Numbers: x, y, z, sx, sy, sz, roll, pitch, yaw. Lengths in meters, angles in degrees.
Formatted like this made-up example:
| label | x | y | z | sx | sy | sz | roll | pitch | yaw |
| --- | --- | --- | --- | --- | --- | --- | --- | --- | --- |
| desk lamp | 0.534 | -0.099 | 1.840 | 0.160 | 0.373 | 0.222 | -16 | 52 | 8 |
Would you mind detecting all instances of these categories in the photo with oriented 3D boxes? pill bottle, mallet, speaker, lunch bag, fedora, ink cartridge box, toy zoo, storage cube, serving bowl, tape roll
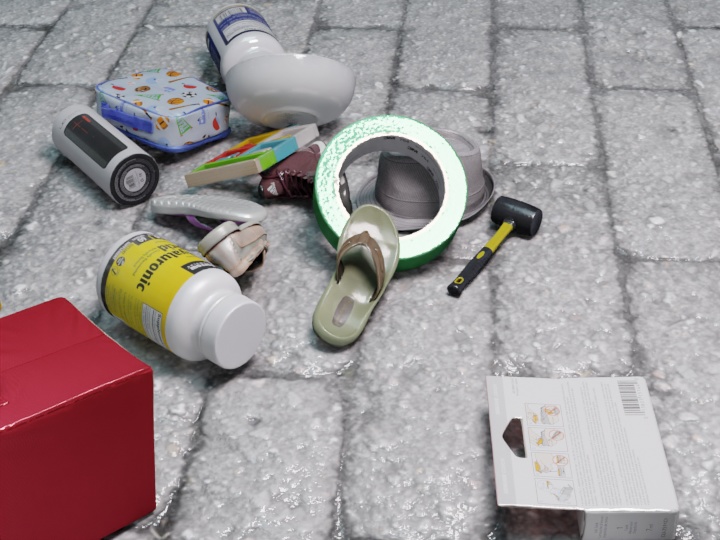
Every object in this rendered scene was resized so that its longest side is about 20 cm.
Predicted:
| label | x | y | z | sx | sy | sz | roll | pitch | yaw |
| --- | --- | --- | --- | --- | --- | --- | --- | --- | --- |
| pill bottle | -0.183 | -0.350 | 1.964 | 0.110 | 0.112 | 0.201 | -11 | 36 | -13 |
| mallet | 0.176 | -0.027 | 1.547 | 0.065 | 0.042 | 0.201 | 15 | 43 | 20 |
| speaker | -0.371 | -0.169 | 1.739 | 0.081 | 0.082 | 0.200 | -23 | 40 | -28 |
| lunch bag | -0.307 | -0.244 | 1.836 | 0.198 | 0.077 | 0.160 | 21 | 33 | 30 |
| pill bottle | -0.207 | 0.038 | 1.400 | 0.199 | 0.113 | 0.111 | 26 | 43 | 33 |
| fedora | 0.091 | -0.138 | 1.658 | 0.197 | 0.091 | 0.178 | -8 | 34 | -9 |
| ink cartridge box | 0.218 | 0.185 | 1.222 | 0.173 | 0.045 | 0.201 | 0 | 34 | 2 |
| toy zoo | -0.146 | -0.171 | 1.726 | 0.130 | 0.021 | 0.200 | -8 | 19 | 32 |
| storage cube | -0.316 | 0.160 | 1.159 | 0.178 | 0.202 | 0.170 | -22 | 38 | -38 |
| serving bowl | -0.105 | -0.255 | 1.798 | 0.197 | 0.200 | 0.067 | -1 | 78 | 1 |
| tape roll | 0.038 | -0.100 | 1.549 | 0.197 | 0.048 | 0.203 | 2 | 70 | -5 |

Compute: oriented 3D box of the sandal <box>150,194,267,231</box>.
| label | x | y | z | sx | sy | sz | roll | pitch | yaw |
| --- | --- | --- | --- | --- | --- | --- | --- | --- | --- |
| sandal | -0.200 | -0.071 | 1.618 | 0.201 | 0.051 | 0.082 | 11 | 18 | 41 |

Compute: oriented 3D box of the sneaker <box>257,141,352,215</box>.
| label | x | y | z | sx | sy | sz | roll | pitch | yaw |
| --- | --- | --- | --- | --- | --- | --- | --- | --- | --- |
| sneaker | -0.081 | -0.109 | 1.656 | 0.114 | 0.077 | 0.200 | -15 | 26 | -8 |

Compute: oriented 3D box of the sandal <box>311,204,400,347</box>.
| label | x | y | z | sx | sy | sz | roll | pitch | yaw |
| --- | --- | --- | --- | --- | --- | --- | --- | --- | --- |
| sandal | 0.001 | 0.001 | 1.443 | 0.079 | 0.058 | 0.203 | 18 | 55 | 2 |

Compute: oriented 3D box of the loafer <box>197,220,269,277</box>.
| label | x | y | z | sx | sy | sz | roll | pitch | yaw |
| --- | --- | --- | --- | --- | --- | --- | --- | --- | --- |
| loafer | -0.148 | -0.019 | 1.481 | 0.072 | 0.063 | 0.200 | -39 | -4 | 7 |
